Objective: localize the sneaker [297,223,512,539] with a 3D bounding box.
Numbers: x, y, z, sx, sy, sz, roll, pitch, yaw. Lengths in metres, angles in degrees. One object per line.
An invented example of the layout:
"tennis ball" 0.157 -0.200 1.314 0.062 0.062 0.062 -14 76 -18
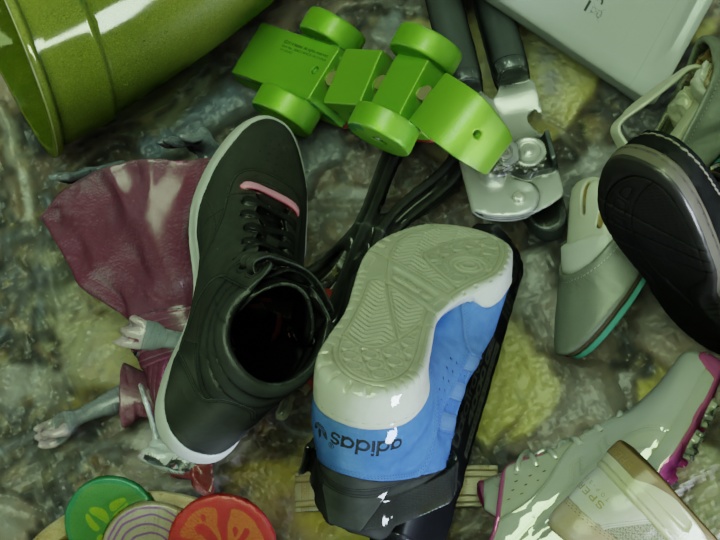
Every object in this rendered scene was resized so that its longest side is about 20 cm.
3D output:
"sneaker" 0.024 0.059 1.145 0.077 0.200 0.112 12 120 12

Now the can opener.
"can opener" 0.070 -0.110 1.266 0.052 0.067 0.201 -13 67 0

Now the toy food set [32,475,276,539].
"toy food set" -0.117 0.212 1.207 0.198 0.049 0.200 -33 78 4

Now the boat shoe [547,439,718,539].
"boat shoe" 0.173 0.175 1.146 0.065 0.072 0.200 -43 112 -1

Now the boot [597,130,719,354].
"boot" 0.206 -0.052 1.170 0.073 0.200 0.151 28 75 38

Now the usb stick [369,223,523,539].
"usb stick" 0.048 0.070 1.206 0.033 0.055 0.200 4 61 29

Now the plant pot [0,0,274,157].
"plant pot" -0.126 -0.193 1.252 0.193 0.200 0.201 -25 75 -11

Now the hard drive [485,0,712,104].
"hard drive" 0.113 -0.201 1.248 0.200 0.027 0.132 32 83 -16

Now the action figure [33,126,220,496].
"action figure" -0.104 0.031 1.250 0.149 0.134 0.201 -14 86 -39

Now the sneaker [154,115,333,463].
"sneaker" -0.046 -0.003 1.154 0.071 0.099 0.200 24 60 -22

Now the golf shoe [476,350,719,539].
"golf shoe" 0.117 0.115 1.196 0.091 0.075 0.200 35 82 13

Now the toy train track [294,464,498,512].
"toy train track" 0.017 0.077 1.239 0.114 0.033 0.201 -3 76 7

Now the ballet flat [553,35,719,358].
"ballet flat" 0.151 -0.045 1.230 0.064 0.067 0.200 40 79 -13

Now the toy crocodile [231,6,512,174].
"toy crocodile" 0.002 -0.100 1.242 0.200 0.062 0.068 17 75 45

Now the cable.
"cable" 0.000 0.000 1.242 0.097 0.050 0.200 12 60 9
